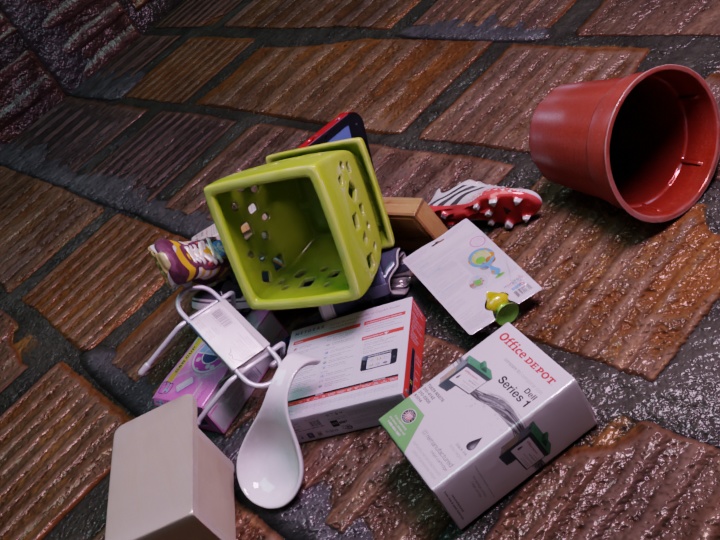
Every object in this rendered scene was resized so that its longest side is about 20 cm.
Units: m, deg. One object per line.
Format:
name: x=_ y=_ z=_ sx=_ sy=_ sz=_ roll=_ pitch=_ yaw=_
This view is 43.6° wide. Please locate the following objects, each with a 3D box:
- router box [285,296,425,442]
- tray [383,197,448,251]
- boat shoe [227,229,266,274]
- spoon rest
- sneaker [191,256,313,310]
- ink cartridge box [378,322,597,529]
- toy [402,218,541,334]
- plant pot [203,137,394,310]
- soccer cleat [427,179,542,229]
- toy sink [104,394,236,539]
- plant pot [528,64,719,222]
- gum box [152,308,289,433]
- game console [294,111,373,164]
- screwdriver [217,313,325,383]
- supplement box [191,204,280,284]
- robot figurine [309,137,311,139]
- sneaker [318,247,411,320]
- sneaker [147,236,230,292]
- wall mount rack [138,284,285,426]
router box: x=-0.013 y=0.137 z=1.236 sx=0.199 sy=0.049 sz=0.180 roll=-17 pitch=37 yaw=23
tray: x=0.039 y=-0.072 z=1.411 sx=0.200 sy=0.099 sz=0.037 roll=5 pitch=59 yaw=43
boat shoe: x=-0.196 y=-0.021 z=1.446 sx=0.200 sy=0.065 sz=0.072 roll=-25 pitch=14 yaw=-6
spoon rest: x=-0.104 y=0.203 z=1.153 sx=0.099 sy=0.061 sz=0.201 roll=10 pitch=83 yaw=27
sneaker: x=-0.165 y=0.017 z=1.400 sx=0.199 sy=0.080 sz=0.078 roll=-6 pitch=7 yaw=-24
ink cartridge box: x=0.144 y=0.171 z=1.033 sx=0.200 sy=0.084 sz=0.146 roll=-37 pitch=34 yaw=-6
toy: x=0.155 y=0.016 z=1.256 sx=0.115 sy=0.047 sz=0.200 roll=-32 pitch=37 yaw=-6
plant pot: x=-0.071 y=-0.075 z=1.283 sx=0.199 sy=0.200 sz=0.181 roll=-7 pitch=23 yaw=31
soccer cleat: x=0.185 y=-0.107 z=1.370 sx=0.200 sy=0.069 sz=0.085 roll=-9 pitch=44 yaw=38
toy sink: x=-0.243 y=0.287 z=1.178 sx=0.130 sy=0.112 sz=0.200 roll=-26 pitch=39 yaw=10
plant pot: x=0.347 y=-0.179 z=1.235 sx=0.201 sy=0.201 sz=0.195 roll=-41 pitch=26 yaw=-13
gum box: x=-0.212 y=0.150 z=1.365 sx=0.113 sy=0.066 sz=0.200 roll=3 pitch=47 yaw=40
game console: x=-0.044 y=-0.147 z=1.479 sx=0.031 sy=0.177 sz=0.200 roll=9 pitch=39 yaw=38
screwdriver: x=-0.129 y=0.115 z=1.334 sx=0.200 sy=0.028 sz=0.029 roll=-27 pitch=32 yaw=-23
supplement box: x=-0.168 y=-0.049 z=1.521 sx=0.200 sy=0.126 sz=0.074 roll=-31 pitch=23 yaw=1
robot figurine: x=-0.086 y=-0.164 z=1.618 sx=0.116 sy=0.144 sz=0.200 roll=32 pitch=67 yaw=25
sneaker: x=0.001 y=0.002 z=1.380 sx=0.146 sy=0.077 sz=0.202 roll=-19 pitch=25 yaw=2
sneaker: x=-0.240 y=-0.020 z=1.305 sx=0.090 sy=0.075 sz=0.200 roll=-28 pitch=-4 yaw=0
wall mount rack: x=-0.208 y=0.122 z=1.269 sx=0.174 sy=0.075 sz=0.200 roll=-35 pitch=66 yaw=-28
